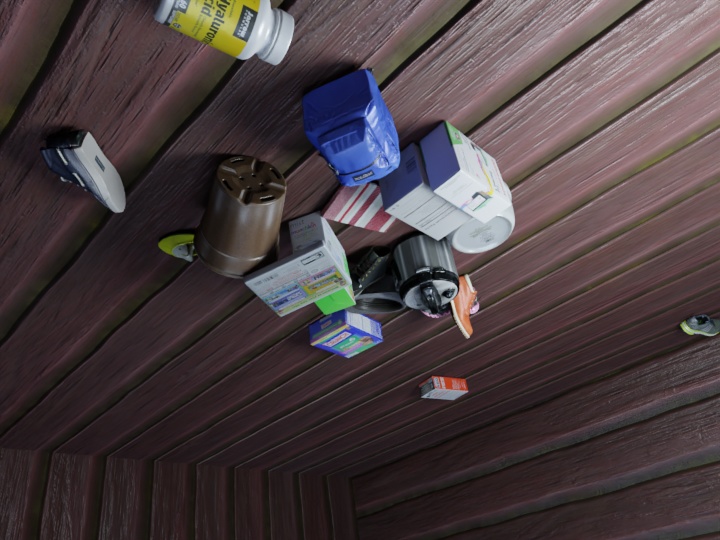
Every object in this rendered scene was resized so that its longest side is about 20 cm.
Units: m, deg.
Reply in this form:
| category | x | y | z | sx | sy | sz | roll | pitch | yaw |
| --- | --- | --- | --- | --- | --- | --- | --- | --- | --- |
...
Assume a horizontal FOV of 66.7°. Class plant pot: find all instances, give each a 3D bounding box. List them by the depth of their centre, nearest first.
| category | x | y | z | sx | sy | sz | roll | pitch | yaw |
| --- | --- | --- | --- | --- | --- | --- | --- | --- | --- |
| plant pot | -0.252 | -0.124 | 1.193 | 0.196 | 0.203 | 0.200 | 5 | 137 | -22 |

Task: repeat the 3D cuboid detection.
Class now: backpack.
| category | x | y | z | sx | sy | sz | roll | pitch | yaw |
| --- | --- | --- | --- | --- | --- | --- | --- | --- | --- |
| backpack | -0.012 | -0.252 | 1.075 | 0.159 | 0.171 | 0.200 | -13 | 152 | 17 |

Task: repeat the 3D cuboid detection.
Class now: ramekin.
| category | x | y | z | sx | sy | sz | roll | pitch | yaw |
| --- | --- | --- | --- | --- | --- | --- | --- | --- | --- |
| ramekin | 0.298 | -0.133 | 1.396 | 0.196 | 0.107 | 0.202 | -8 | 147 | -5 |

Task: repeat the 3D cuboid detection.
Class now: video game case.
| category | x | y | z | sx | sy | sz | roll | pitch | yaw |
| --- | --- | --- | --- | --- | --- | --- | --- | --- | --- |
| video game case | -0.138 | 0.023 | 1.248 | 0.197 | 0.022 | 0.183 | -25 | 146 | 7 |

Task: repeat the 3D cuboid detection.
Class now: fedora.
| category | x | y | z | sx | sy | sz | roll | pitch | yaw |
| --- | --- | --- | --- | --- | --- | --- | --- | --- | --- |
| fedora | 0.045 | 0.065 | 1.628 | 0.196 | 0.092 | 0.177 | -6 | 157 | 20 |

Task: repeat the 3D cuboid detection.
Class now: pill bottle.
| category | x | y | z | sx | sy | sz | roll | pitch | yaw |
| --- | --- | --- | --- | --- | --- | --- | --- | --- | --- |
| pill bottle | -0.207 | -0.399 | 0.845 | 0.197 | 0.113 | 0.111 | 14 | 141 | -33 |

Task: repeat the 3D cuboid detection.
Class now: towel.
| category | x | y | z | sx | sy | sz | roll | pitch | yaw |
| --- | --- | --- | --- | --- | --- | --- | --- | --- | --- |
| towel | 0.018 | -0.162 | 1.353 | 0.197 | 0.023 | 0.144 | 11 | 139 | -33 |

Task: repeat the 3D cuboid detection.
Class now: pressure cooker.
| category | x | y | z | sx | sy | sz | roll | pitch | yaw |
| --- | --- | --- | --- | --- | --- | --- | --- | --- | --- |
| pressure cooker | 0.181 | 0.015 | 1.500 | 0.173 | 0.203 | 0.179 | 10 | 143 | -30 |

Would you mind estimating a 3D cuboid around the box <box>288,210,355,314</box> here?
| category | x | y | z | sx | sy | sz | roll | pitch | yaw |
| --- | --- | --- | --- | --- | --- | --- | --- | --- | --- |
| box | -0.099 | -0.016 | 1.396 | 0.095 | 0.179 | 0.201 | -18 | 146 | 9 |

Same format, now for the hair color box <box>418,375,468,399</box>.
| category | x | y | z | sx | sy | sz | roll | pitch | yaw |
| --- | --- | --- | --- | --- | --- | --- | --- | --- | --- |
| hair color box | 0.375 | 0.532 | 2.472 | 0.197 | 0.065 | 0.111 | 11 | 143 | -32 |

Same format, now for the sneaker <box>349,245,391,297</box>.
| category | x | y | z | sx | sy | sz | roll | pitch | yaw |
| --- | --- | --- | --- | --- | --- | --- | --- | --- | --- |
| sneaker | 0.000 | 0.000 | 1.506 | 0.199 | 0.075 | 0.107 | -33 | 154 | -36 |

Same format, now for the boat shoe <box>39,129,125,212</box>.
| category | x | y | z | sx | sy | sz | roll | pitch | yaw |
| --- | --- | --- | --- | --- | --- | --- | --- | --- | --- |
| boat shoe | -0.557 | -0.195 | 1.106 | 0.091 | 0.076 | 0.202 | -4 | 140 | 4 |

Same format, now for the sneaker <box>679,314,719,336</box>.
| category | x | y | z | sx | sy | sz | roll | pitch | yaw |
| --- | --- | --- | --- | --- | --- | --- | --- | --- | --- |
| sneaker | 1.450 | 0.226 | 2.297 | 0.196 | 0.075 | 0.082 | -1 | 144 | -17 |

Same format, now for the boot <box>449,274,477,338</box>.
| category | x | y | z | sx | sy | sz | roll | pitch | yaw |
| --- | --- | --- | --- | --- | --- | --- | --- | --- | --- |
| boot | 0.331 | 0.113 | 1.729 | 0.105 | 0.203 | 0.075 | -22 | -169 | 0 |

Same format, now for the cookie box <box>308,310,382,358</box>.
| category | x | y | z | sx | sy | sz | roll | pitch | yaw |
| --- | --- | --- | --- | --- | --- | --- | --- | --- | --- |
| cookie box | -0.049 | 0.213 | 1.855 | 0.170 | 0.076 | 0.199 | -30 | 142 | 29 |

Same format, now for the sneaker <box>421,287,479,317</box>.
| category | x | y | z | sx | sy | sz | roll | pitch | yaw |
| --- | --- | --- | --- | --- | --- | --- | --- | --- | --- |
| sneaker | 0.290 | 0.094 | 1.789 | 0.196 | 0.080 | 0.097 | -8 | 124 | -2 |

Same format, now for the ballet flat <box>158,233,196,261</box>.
| category | x | y | z | sx | sy | sz | roll | pitch | yaw |
| --- | --- | --- | --- | --- | --- | --- | --- | --- | --- |
| ballet flat | -0.403 | -0.058 | 1.350 | 0.196 | 0.068 | 0.067 | -9 | 148 | -2 |

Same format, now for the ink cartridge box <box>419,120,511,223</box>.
| category | x | y | z | sx | sy | sz | roll | pitch | yaw |
| --- | --- | --- | --- | --- | --- | --- | --- | --- | --- |
| ink cartridge box | 0.234 | -0.214 | 1.216 | 0.198 | 0.147 | 0.083 | 22 | 136 | -40 |

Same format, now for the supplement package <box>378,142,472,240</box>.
| category | x | y | z | sx | sy | sz | roll | pitch | yaw |
| --- | --- | --- | --- | --- | --- | --- | --- | --- | --- |
| supplement package | 0.153 | -0.178 | 1.269 | 0.198 | 0.123 | 0.119 | 22 | 137 | -41 |
